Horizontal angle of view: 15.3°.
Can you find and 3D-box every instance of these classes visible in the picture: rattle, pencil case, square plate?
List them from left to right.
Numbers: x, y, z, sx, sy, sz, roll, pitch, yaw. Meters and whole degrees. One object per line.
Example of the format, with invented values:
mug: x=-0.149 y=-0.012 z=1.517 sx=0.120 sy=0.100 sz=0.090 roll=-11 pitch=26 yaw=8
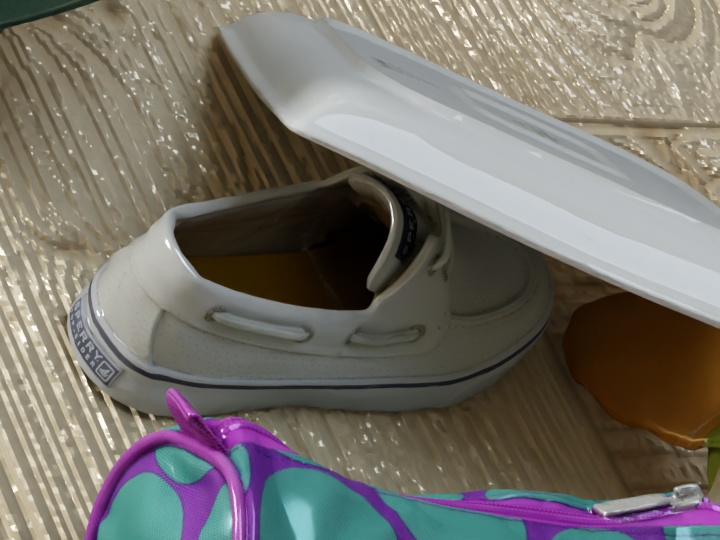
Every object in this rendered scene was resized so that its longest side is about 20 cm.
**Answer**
pencil case: x=0.022 y=0.095 z=0.782 sx=0.200 sy=0.093 sz=0.085 roll=10 pitch=12 yaw=-32
square plate: x=0.055 y=-0.036 z=0.906 sx=0.198 sy=0.028 sz=0.200 roll=24 pitch=9 yaw=-14
rattle: x=0.171 y=0.101 z=0.962 sx=0.200 sy=0.143 sz=0.130 roll=33 pitch=68 yaw=-35

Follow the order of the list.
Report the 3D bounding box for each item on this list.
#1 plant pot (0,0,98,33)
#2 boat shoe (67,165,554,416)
plant pot: x=-0.134 y=-0.141 z=0.824 sx=0.200 sy=0.200 sz=0.134 roll=-13 pitch=89 yaw=-47
boat shoe: x=0.000 y=0.000 z=0.877 sx=0.200 sy=0.070 sz=0.071 roll=-2 pitch=54 yaw=-42
